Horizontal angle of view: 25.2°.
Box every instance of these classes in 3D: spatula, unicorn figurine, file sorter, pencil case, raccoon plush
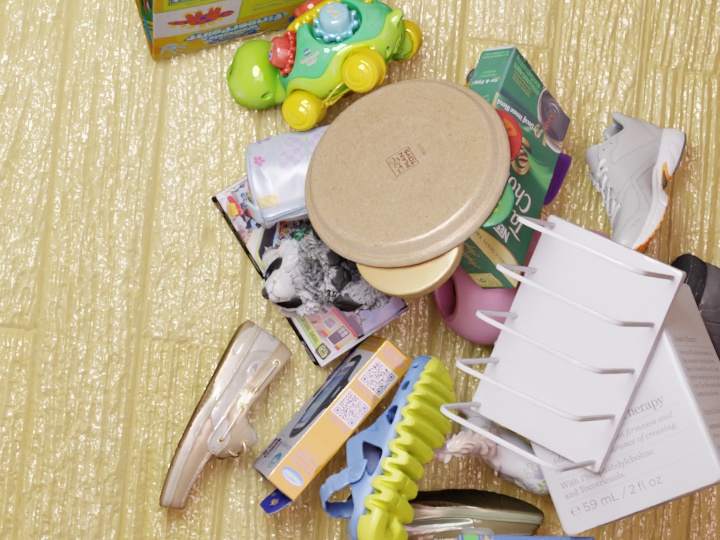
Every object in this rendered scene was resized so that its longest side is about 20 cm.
[{"bbox_3d":[0.149,-0.110,1.602,0.200,0.021,0.057,17,97,-45],"label":"spatula"},{"bbox_3d":[0.130,0.180,1.596,0.200,0.137,0.074,15,93,-10],"label":"unicorn figurine"},{"bbox_3d":[0.175,0.065,1.442,0.139,0.124,0.200,26,100,25],"label":"file sorter"},{"bbox_3d":[-0.010,-0.096,1.534,0.199,0.083,0.091,-10,64,2],"label":"pencil case"},{"bbox_3d":[0.000,0.000,1.554,0.200,0.134,0.097,-1,82,-29],"label":"raccoon plush"}]

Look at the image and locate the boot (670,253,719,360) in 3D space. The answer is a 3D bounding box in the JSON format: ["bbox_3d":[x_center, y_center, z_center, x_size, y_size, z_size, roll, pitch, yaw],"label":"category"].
[{"bbox_3d":[0.363,0.093,1.685,0.131,0.070,0.200,23,90,-17],"label":"boot"}]

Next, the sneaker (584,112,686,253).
[{"bbox_3d":[0.263,-0.082,1.630,0.092,0.076,0.200,24,46,0],"label":"sneaker"}]

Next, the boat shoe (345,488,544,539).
[{"bbox_3d":[0.084,0.259,1.624,0.200,0.073,0.063,2,97,-9],"label":"boat shoe"}]

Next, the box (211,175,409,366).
[{"bbox_3d":[-0.050,-0.017,1.607,0.110,0.035,0.200,-33,97,-10],"label":"box"}]

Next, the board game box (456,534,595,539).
[{"bbox_3d":[0.136,0.310,1.574,0.135,0.200,0.035,3,59,-12],"label":"board game box"}]

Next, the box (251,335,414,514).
[{"bbox_3d":[-0.037,0.149,1.569,0.041,0.119,0.200,44,82,-7],"label":"box"}]

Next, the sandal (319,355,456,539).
[{"bbox_3d":[0.022,0.165,1.494,0.080,0.087,0.200,53,55,-44],"label":"sandal"}]

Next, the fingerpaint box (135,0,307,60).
[{"bbox_3d":[-0.110,-0.285,1.519,0.200,0.167,0.074,-16,76,-11],"label":"fingerpaint box"}]

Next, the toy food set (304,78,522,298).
[{"bbox_3d":[0.046,-0.085,1.436,0.198,0.049,0.200,-45,56,-6],"label":"toy food set"}]

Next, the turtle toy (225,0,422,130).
[{"bbox_3d":[-0.041,-0.204,1.546,0.200,0.146,0.101,-28,100,29],"label":"turtle toy"}]

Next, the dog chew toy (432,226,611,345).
[{"bbox_3d":[0.175,0.006,1.618,0.200,0.125,0.125,-8,92,-21],"label":"dog chew toy"}]

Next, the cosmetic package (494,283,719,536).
[{"bbox_3d":[0.260,0.131,1.559,0.167,0.166,0.200,-26,77,23],"label":"cosmetic package"}]

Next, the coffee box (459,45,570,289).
[{"bbox_3d":[0.131,-0.096,1.519,0.123,0.044,0.200,46,55,-40],"label":"coffee box"}]

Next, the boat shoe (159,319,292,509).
[{"bbox_3d":[-0.130,0.150,1.572,0.069,0.074,0.200,27,84,-5],"label":"boat shoe"}]

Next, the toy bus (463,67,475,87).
[{"bbox_3d":[0.094,-0.131,1.621,0.200,0.065,0.078,-41,98,-9],"label":"toy bus"}]
